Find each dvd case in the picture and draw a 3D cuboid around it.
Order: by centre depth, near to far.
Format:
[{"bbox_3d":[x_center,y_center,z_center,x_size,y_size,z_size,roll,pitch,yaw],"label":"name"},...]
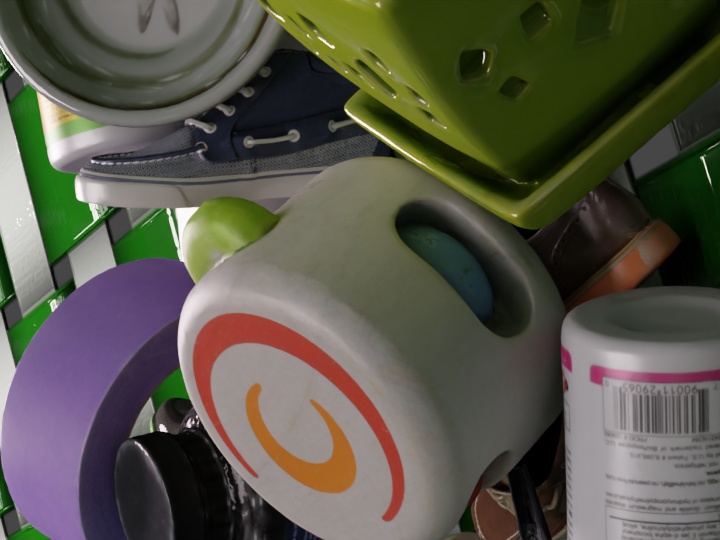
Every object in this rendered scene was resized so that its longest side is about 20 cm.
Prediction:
[{"bbox_3d":[0.118,0.224,1.342,0.149,0.016,0.201,-98,-9,-59],"label":"dvd case"}]

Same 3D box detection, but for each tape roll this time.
[{"bbox_3d":[-0.126,0.099,1.606,0.085,0.200,0.201,24,122,43],"label":"tape roll"}]

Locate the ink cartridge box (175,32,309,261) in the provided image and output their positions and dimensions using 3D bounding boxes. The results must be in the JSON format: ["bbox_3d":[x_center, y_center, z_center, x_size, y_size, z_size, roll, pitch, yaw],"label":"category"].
[{"bbox_3d":[-0.076,-0.090,1.670,0.116,0.066,0.201,13,111,60],"label":"ink cartridge box"}]

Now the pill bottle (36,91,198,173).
[{"bbox_3d":[-0.161,-0.170,1.612,0.111,0.111,0.201,-21,78,62],"label":"pill bottle"}]

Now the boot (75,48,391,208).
[{"bbox_3d":[-0.078,-0.089,1.541,0.073,0.199,0.091,-153,59,-69],"label":"boot"}]

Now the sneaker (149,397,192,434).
[{"bbox_3d":[-0.079,0.112,1.762,0.200,0.077,0.084,12,98,54],"label":"sneaker"}]

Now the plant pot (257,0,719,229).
[{"bbox_3d":[0.068,-0.148,1.218,0.199,0.200,0.182,35,163,52],"label":"plant pot"}]

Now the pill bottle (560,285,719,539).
[{"bbox_3d":[0.158,0.117,1.253,0.113,0.113,0.201,23,119,58],"label":"pill bottle"}]

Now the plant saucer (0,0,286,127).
[{"bbox_3d":[-0.129,-0.184,1.524,0.050,0.199,0.201,22,-126,-80],"label":"plant saucer"}]

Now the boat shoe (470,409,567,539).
[{"bbox_3d":[0.098,0.099,1.406,0.076,0.072,0.200,64,149,26],"label":"boat shoe"}]

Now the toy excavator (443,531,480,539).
[{"bbox_3d":[0.063,0.283,1.492,0.200,0.194,0.100,51,153,-8],"label":"toy excavator"}]

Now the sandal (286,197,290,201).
[{"bbox_3d":[0.000,0.001,1.542,0.080,0.057,0.201,50,168,-23],"label":"sandal"}]

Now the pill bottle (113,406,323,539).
[{"bbox_3d":[-0.044,0.123,1.543,0.112,0.199,0.112,32,128,53],"label":"pill bottle"}]

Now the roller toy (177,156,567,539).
[{"bbox_3d":[0.012,0.043,1.299,0.182,0.140,0.201,16,135,38],"label":"roller toy"}]

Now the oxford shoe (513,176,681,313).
[{"bbox_3d":[0.089,0.007,1.360,0.073,0.071,0.200,48,134,-1],"label":"oxford shoe"}]
